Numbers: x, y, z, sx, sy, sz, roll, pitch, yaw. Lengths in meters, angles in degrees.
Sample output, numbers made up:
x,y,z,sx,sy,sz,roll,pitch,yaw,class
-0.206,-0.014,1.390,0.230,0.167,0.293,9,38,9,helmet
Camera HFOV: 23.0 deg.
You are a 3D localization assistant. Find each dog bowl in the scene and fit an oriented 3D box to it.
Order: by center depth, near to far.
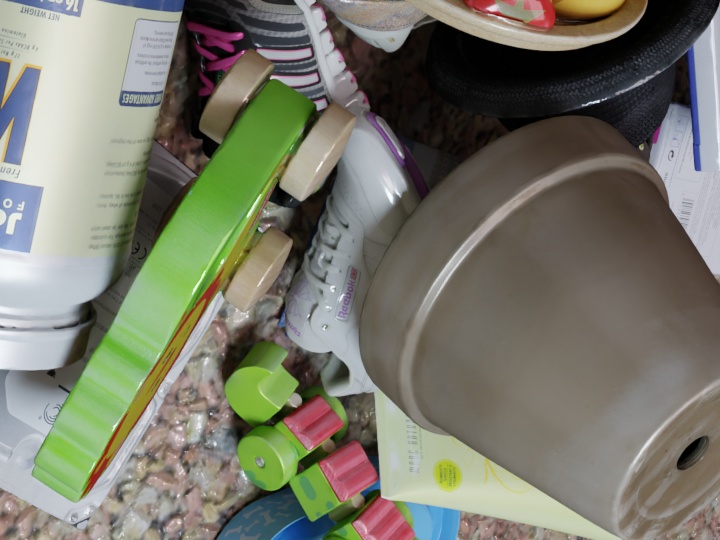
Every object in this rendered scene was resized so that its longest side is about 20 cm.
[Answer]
x,y,z,sx,sy,sz,roll,pitch,yaw,class
-0.020,0.186,1.157,0.199,0.049,0.113,-17,119,-40,dog bowl

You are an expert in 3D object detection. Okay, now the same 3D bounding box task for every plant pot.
x,y,z,sx,sy,sz,roll,pitch,yaw,class
0.128,0.046,0.963,0.199,0.174,0.201,-27,142,-24,plant pot

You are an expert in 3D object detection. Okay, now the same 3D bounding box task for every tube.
x,y,z,sx,sy,sz,roll,pitch,yaw,class
0.091,0.130,1.122,0.198,0.058,0.052,19,100,-30,tube

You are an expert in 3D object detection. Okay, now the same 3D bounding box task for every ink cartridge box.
x,y,z,sx,sy,sz,roll,pitch,yaw,class
0.266,-0.060,1.349,0.199,0.042,0.121,6,102,-44,ink cartridge box

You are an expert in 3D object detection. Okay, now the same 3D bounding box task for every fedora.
x,y,z,sx,sy,sz,roll,pitch,yaw,class
0.136,-0.122,1.070,0.200,0.200,0.092,-40,127,-26,fedora

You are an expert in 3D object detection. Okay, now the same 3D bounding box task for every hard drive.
x,y,z,sx,sy,sz,roll,pitch,yaw,class
-0.149,0.027,0.961,0.201,0.038,0.140,-58,137,-8,hard drive
0.250,-0.184,1.226,0.132,0.025,0.202,-38,124,-60,hard drive

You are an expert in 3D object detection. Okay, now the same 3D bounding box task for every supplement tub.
x,y,z,sx,sy,sz,roll,pitch,yaw,class
-0.166,-0.069,0.818,0.144,0.144,0.202,2,106,-46,supplement tub

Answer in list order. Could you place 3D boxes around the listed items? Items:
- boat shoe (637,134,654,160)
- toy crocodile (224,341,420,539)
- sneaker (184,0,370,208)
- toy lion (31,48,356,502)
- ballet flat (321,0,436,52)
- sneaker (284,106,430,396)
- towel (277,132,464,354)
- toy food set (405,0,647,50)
x,y,z,sx,sy,sz,roll,pitch,yaw,class
0.152,-0.078,1.139,0.061,0.071,0.202,-58,-177,27,boat shoe
-0.013,0.132,1.073,0.067,0.062,0.201,-33,89,-42,toy crocodile
-0.061,-0.104,0.964,0.088,0.073,0.200,-58,143,-18,sneaker
-0.093,0.017,0.856,0.192,0.068,0.200,-58,180,-32,toy lion
0.029,-0.165,1.020,0.199,0.068,0.068,-29,149,-47,ballet flat
0.000,0.000,1.013,0.099,0.075,0.201,-17,130,-7,sneaker
0.060,0.007,1.112,0.198,0.024,0.148,21,91,-20,towel
0.074,-0.194,0.984,0.197,0.200,0.049,-13,140,-39,toy food set
